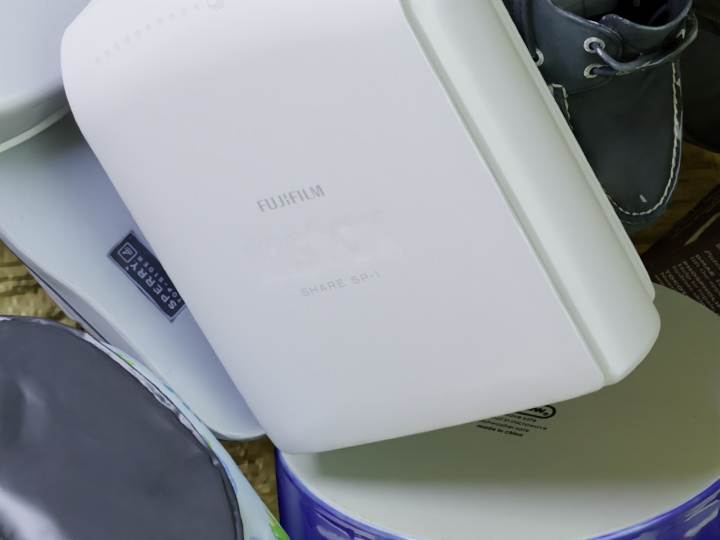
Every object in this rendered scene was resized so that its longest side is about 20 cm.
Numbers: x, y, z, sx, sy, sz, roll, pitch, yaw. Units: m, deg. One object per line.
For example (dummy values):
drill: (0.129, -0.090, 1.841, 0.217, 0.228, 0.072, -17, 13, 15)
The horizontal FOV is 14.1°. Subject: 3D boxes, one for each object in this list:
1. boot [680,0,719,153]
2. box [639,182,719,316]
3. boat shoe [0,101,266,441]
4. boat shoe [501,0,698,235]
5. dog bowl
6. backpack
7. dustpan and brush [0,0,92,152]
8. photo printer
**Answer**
boot: (0.177, -0.104, 1.239, 0.073, 0.200, 0.182, -46, 121, -13)
box: (0.201, -0.016, 1.273, 0.100, 0.200, 0.075, -40, 95, -25)
boat shoe: (-0.104, -0.012, 1.132, 0.074, 0.065, 0.200, -37, 98, -18)
boat shoe: (0.086, -0.100, 1.025, 0.074, 0.066, 0.200, -22, 111, -32)
dog bowl: (0.065, 0.082, 1.163, 0.200, 0.200, 0.079, -27, 128, -30)
backpack: (-0.091, 0.116, 1.091, 0.154, 0.163, 0.200, -29, 148, -28)
dustpan and brush: (-0.177, -0.071, 1.064, 0.139, 0.057, 0.200, 37, 67, -11)
photo printer: (-0.005, -0.037, 1.036, 0.200, 0.166, 0.069, 61, 39, -21)
